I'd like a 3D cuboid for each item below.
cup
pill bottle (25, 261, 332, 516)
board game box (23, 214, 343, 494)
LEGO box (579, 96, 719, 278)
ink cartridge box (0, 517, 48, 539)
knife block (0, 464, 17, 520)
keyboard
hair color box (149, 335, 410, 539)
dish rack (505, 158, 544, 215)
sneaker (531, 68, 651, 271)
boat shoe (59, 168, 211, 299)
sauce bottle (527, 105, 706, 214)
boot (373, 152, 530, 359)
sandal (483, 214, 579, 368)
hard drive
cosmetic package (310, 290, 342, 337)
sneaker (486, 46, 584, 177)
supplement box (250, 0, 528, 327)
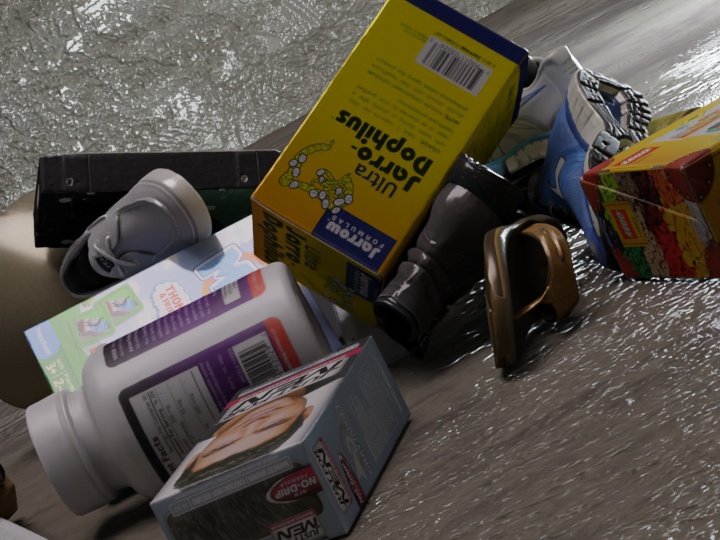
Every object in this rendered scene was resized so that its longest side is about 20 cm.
[{"bbox_3d":[-0.218,0.034,1.944,0.143,0.201,0.200,11,31,37],"label":"cup"},{"bbox_3d":[-0.117,0.085,1.519,0.199,0.112,0.111,-26,9,2],"label":"pill bottle"},{"bbox_3d":[-0.127,0.059,1.651,0.199,0.037,0.151,-27,52,-7],"label":"board game box"},{"bbox_3d":[0.263,-0.074,1.444,0.200,0.077,0.149,-29,9,-16],"label":"LEGO box"},{"bbox_3d":[-0.261,0.218,1.395,0.162,0.057,0.200,-30,15,-20],"label":"ink cartridge box"},{"bbox_3d":[-0.277,0.147,1.585,0.176,0.064,0.200,-47,-3,31],"label":"knife block"},{"bbox_3d":[0.000,0.000,1.663,0.056,0.011,0.200,-21,43,1],"label":"keyboard"},{"bbox_3d":[-0.042,0.109,1.330,0.099,0.061,0.200,-24,10,17],"label":"hair color box"},{"bbox_3d":[0.097,-0.048,1.850,0.153,0.055,0.200,-28,9,-15],"label":"dish rack"},{"bbox_3d":[0.169,-0.055,1.581,0.200,0.078,0.089,-92,24,-56],"label":"sneaker"},{"bbox_3d":[-0.179,-0.022,1.740,0.068,0.072,0.200,-42,13,-29],"label":"boat shoe"},{"bbox_3d":[0.201,-0.076,1.674,0.065,0.065,0.200,-32,12,-34],"label":"sauce bottle"},{"bbox_3d":[0.064,0.002,1.577,0.132,0.070,0.200,-57,-22,-4],"label":"boot"},{"bbox_3d":[0.117,0.005,1.461,0.054,0.081,0.200,-6,11,19],"label":"sandal"},{"bbox_3d":[-0.163,-0.058,1.835,0.199,0.038,0.140,-1,-17,-10],"label":"hard drive"},{"bbox_3d":[-0.099,0.033,1.765,0.200,0.113,0.081,-30,6,-11],"label":"cosmetic package"},{"bbox_3d":[0.121,-0.124,1.752,0.075,0.087,0.200,-37,7,-34],"label":"sneaker"},{"bbox_3d":[0.020,-0.081,1.598,0.200,0.109,0.109,-56,-11,-19],"label":"supplement box"}]
